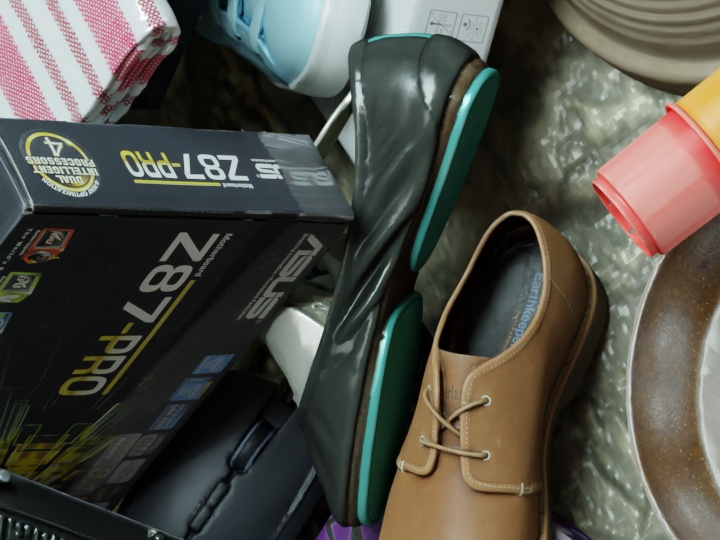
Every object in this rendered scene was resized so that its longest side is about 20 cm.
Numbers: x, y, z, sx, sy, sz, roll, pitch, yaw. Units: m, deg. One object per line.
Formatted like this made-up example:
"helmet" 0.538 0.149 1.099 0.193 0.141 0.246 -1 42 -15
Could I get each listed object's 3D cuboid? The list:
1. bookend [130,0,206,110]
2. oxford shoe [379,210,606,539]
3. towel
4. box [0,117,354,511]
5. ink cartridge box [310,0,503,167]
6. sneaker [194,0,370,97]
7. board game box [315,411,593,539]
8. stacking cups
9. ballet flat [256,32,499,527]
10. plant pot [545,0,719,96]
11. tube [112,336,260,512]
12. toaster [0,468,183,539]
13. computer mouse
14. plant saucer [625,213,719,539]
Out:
"bookend" -0.134 -0.200 1.216 0.200 0.092 0.199 43 120 35
"oxford shoe" 0.039 0.069 1.160 0.071 0.071 0.200 5 66 24
"towel" -0.149 -0.084 1.154 0.200 0.030 0.147 -48 61 35
"box" -0.120 0.025 1.143 0.200 0.161 0.049 -49 58 32
"ink cartridge box" 0.017 -0.162 1.243 0.176 0.045 0.200 -123 43 -57
"sneaker" -0.059 -0.121 1.254 0.200 0.082 0.074 -141 58 -63
"board game box" 0.056 0.155 1.182 0.200 0.032 0.120 35 101 35
"stacking cups" 0.173 -0.082 1.115 0.200 0.061 0.061 -36 58 1
"ballet flat" 0.000 0.000 1.184 0.068 0.068 0.200 18 101 14
"plant pot" 0.135 -0.176 1.181 0.201 0.093 0.201 -11 70 32
"tube" -0.086 0.059 1.295 0.200 0.052 0.058 -65 22 6
"toaster" -0.109 0.197 1.138 0.119 0.181 0.200 -43 34 42
"computer mouse" -0.075 0.069 1.246 0.140 0.046 0.200 40 101 4
"plant saucer" 0.194 0.038 1.116 0.200 0.034 0.201 -10 71 31
